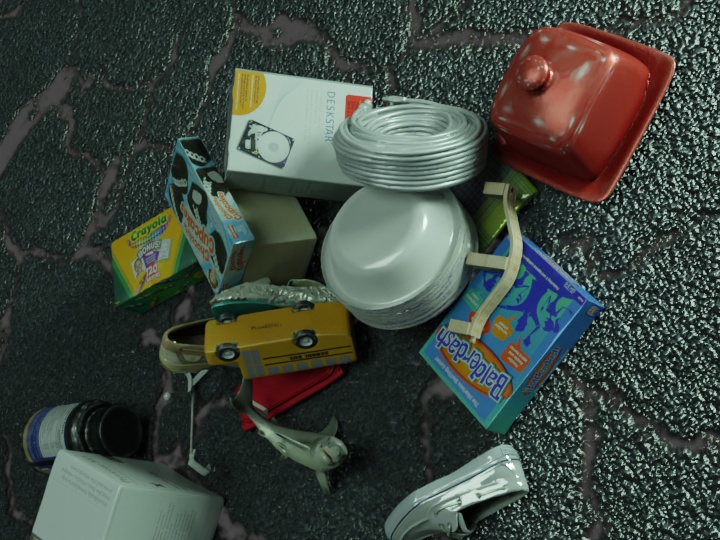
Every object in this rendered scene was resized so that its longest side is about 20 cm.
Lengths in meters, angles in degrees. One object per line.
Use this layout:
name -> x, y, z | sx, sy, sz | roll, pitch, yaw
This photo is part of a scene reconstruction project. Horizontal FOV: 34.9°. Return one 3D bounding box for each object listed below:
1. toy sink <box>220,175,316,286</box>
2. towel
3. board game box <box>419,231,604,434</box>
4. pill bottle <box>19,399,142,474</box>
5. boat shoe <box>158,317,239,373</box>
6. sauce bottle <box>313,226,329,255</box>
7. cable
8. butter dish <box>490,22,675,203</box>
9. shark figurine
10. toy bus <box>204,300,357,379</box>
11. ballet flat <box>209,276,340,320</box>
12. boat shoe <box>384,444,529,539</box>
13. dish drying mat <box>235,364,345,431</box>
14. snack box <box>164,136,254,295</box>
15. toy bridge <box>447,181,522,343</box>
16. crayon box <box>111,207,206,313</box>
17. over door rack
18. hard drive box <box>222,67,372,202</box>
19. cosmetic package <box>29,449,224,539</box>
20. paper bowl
toy sink -> -0.162, -0.065, 1.667 | 0.201, 0.111, 0.131 | 61, 146, 35
towel -> 0.136, -0.113, 1.517 | 0.144, 0.023, 0.200 | -51, 50, 16
board game box -> 0.180, 0.074, 1.400 | 0.200, 0.045, 0.152 | -55, 48, 14
pill bottle -> -0.447, 0.267, 1.842 | 0.199, 0.112, 0.113 | -12, 68, 38
boat shoe -> -0.184, 0.095, 1.617 | 0.071, 0.199, 0.065 | 61, 151, 32
sauce bottle -> 0.000, 0.000, 1.569 | 0.200, 0.066, 0.066 | 35, 99, 41
cable -> 0.063, -0.158, 1.453 | 0.199, 0.200, 0.070 | 10, 118, 26
butter dish -> 0.237, -0.212, 1.372 | 0.199, 0.147, 0.201 | 32, 96, 43
shark figurine -> -0.080, 0.216, 1.560 | 0.214, 0.129, 0.090 | 24, 56, 34
toy bus -> -0.108, 0.096, 1.554 | 0.199, 0.079, 0.065 | -10, 44, 3
ballet flat -> -0.110, 0.041, 1.595 | 0.072, 0.199, 0.072 | -176, 90, -81
boat shoe -> 0.112, 0.286, 1.370 | 0.200, 0.073, 0.067 | -41, 51, 23
dish drying mat -> -0.103, 0.157, 1.638 | 0.200, 0.018, 0.077 | -33, 52, 30
snack box -> -0.214, -0.076, 1.605 | 0.201, 0.037, 0.116 | 59, 145, 29
toy bridge -> 0.161, -0.008, 1.396 | 0.067, 0.027, 0.201 | 8, 81, 43
crayon box -> -0.318, -0.023, 1.860 | 0.199, 0.058, 0.120 | -27, 60, 33
over door rack -> -0.218, 0.173, 1.683 | 0.148, 0.066, 0.201 | -44, 41, 23
hard drive box -> -0.089, -0.189, 1.619 | 0.077, 0.199, 0.157 | 129, 145, -70
cosmetic package -> -0.338, 0.370, 1.652 | 0.164, 0.199, 0.166 | 16, 87, 42
paper bowl -> 0.041, -0.034, 1.455 | 0.200, 0.104, 0.202 | -15, 56, 23
